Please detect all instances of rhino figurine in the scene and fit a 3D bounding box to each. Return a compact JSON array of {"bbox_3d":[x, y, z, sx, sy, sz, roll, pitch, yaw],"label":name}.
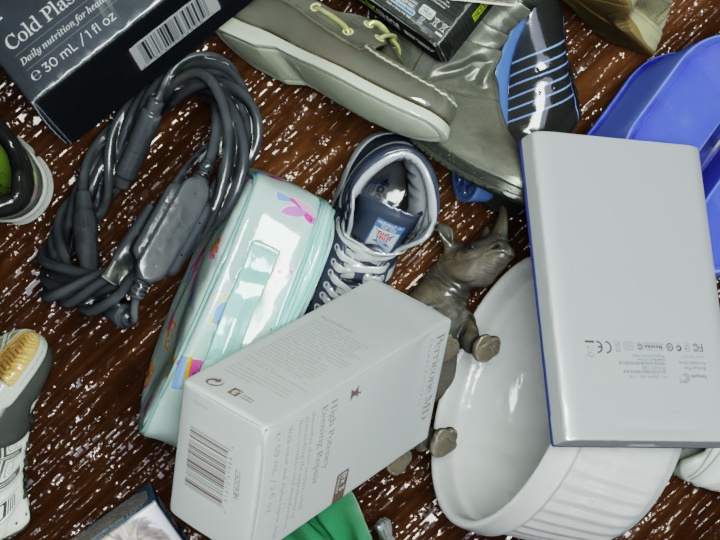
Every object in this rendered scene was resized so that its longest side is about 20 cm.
[{"bbox_3d":[0.056,0.043,1.243,0.060,0.087,0.201,21,98,-31],"label":"rhino figurine"}]

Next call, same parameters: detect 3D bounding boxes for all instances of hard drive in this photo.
[{"bbox_3d":[0.172,0.013,1.126,0.131,0.025,0.201,3,72,-25],"label":"hard drive"}]

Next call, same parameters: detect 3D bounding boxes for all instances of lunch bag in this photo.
[{"bbox_3d":[-0.085,0.033,1.182,0.077,0.160,0.201,22,91,-11],"label":"lunch bag"}]

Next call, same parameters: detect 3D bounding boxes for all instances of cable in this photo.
[{"bbox_3d":[-0.141,-0.057,1.171,0.051,0.163,0.201,34,75,-33],"label":"cable"}]

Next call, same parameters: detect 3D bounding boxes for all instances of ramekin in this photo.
[{"bbox_3d":[0.142,0.098,1.217,0.105,0.200,0.201,21,92,-20],"label":"ramekin"}]

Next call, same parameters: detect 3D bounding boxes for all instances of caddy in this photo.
[{"bbox_3d":[0.235,-0.073,1.255,0.141,0.105,0.200,42,70,-9],"label":"caddy"}]

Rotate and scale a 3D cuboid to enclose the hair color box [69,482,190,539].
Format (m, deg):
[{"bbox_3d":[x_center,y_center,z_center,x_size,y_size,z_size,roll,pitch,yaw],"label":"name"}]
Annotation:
[{"bbox_3d":[-0.133,0.265,1.249,0.100,0.061,0.201,-35,100,-5],"label":"hair color box"}]

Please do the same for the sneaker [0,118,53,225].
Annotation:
[{"bbox_3d":[-0.289,-0.103,1.168,0.200,0.087,0.074,42,88,-11],"label":"sneaker"}]

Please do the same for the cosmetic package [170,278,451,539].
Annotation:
[{"bbox_3d":[-0.029,0.090,1.109,0.200,0.074,0.102,-28,136,-47],"label":"cosmetic package"}]

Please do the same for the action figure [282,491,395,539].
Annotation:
[{"bbox_3d":[-0.009,0.204,1.254,0.200,0.118,0.055,50,46,-29],"label":"action figure"}]

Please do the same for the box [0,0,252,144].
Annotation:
[{"bbox_3d":[-0.182,-0.227,1.132,0.200,0.124,0.197,-39,81,-4],"label":"box"}]

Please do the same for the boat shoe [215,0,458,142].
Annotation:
[{"bbox_3d":[-0.011,-0.147,1.180,0.201,0.072,0.060,28,79,32],"label":"boat shoe"}]

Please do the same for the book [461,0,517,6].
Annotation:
[{"bbox_3d":[0.051,-0.281,1.141,0.133,0.048,0.201,8,79,16],"label":"book"}]

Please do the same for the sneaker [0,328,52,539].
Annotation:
[{"bbox_3d":[-0.259,0.137,1.217,0.087,0.076,0.201,30,92,-28],"label":"sneaker"}]

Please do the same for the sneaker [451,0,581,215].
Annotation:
[{"bbox_3d":[0.122,-0.140,1.254,0.077,0.070,0.201,10,94,-25],"label":"sneaker"}]

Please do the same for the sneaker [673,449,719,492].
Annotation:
[{"bbox_3d":[0.279,0.074,1.297,0.099,0.078,0.201,9,93,-8],"label":"sneaker"}]

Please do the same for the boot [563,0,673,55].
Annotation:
[{"bbox_3d":[0.195,-0.248,1.198,0.073,0.200,0.156,26,89,26],"label":"boot"}]

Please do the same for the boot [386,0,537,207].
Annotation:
[{"bbox_3d":[0.081,-0.135,1.189,0.200,0.068,0.131,38,100,32],"label":"boot"}]

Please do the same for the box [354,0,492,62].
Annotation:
[{"bbox_3d":[0.039,-0.275,1.189,0.200,0.048,0.194,37,86,16],"label":"box"}]

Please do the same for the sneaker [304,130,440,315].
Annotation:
[{"bbox_3d":[0.000,0.000,1.220,0.070,0.108,0.201,17,93,-11],"label":"sneaker"}]
